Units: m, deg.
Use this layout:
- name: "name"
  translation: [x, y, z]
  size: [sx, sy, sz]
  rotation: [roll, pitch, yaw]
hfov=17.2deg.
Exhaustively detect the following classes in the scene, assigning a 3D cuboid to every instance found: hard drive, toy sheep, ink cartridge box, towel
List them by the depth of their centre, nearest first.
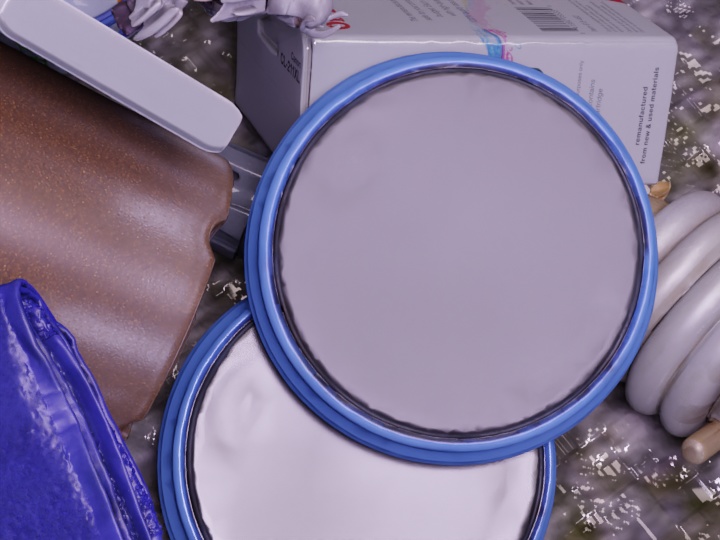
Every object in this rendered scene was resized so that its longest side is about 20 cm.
- name: "towel"
  translation: [-0.193, 0.108, 1.066]
  size: [0.200, 0.050, 0.148]
  rotation: [-27, 82, 19]
- name: "hard drive"
  translation: [-0.153, -0.119, 1.098]
  size: [0.132, 0.200, 0.027]
  rotation: [29, 92, -39]
- name: "toy sheep"
  translation: [0.188, 0.032, 1.246]
  size: [0.138, 0.138, 0.200]
  rotation: [-35, 73, -29]
- name: "ink cartridge box"
  translation: [0.045, -0.105, 1.263]
  size: [0.200, 0.083, 0.146]
  rotation: [-1, 23, -17]

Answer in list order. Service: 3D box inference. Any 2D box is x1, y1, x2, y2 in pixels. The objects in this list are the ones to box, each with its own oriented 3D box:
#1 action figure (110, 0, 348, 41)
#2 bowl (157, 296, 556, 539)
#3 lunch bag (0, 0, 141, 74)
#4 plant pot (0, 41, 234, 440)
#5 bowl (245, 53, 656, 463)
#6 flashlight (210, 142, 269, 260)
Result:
- name: "action figure"
  translation: [-0.093, -0.151, 1.164]
  size: [0.200, 0.069, 0.130]
  rotation: [22, 14, 22]
- name: "bowl"
  translation: [0.001, 0.094, 1.173]
  size: [0.201, 0.039, 0.201]
  rotation: [1, 80, -9]
- name: "lunch bag"
  translation: [-0.142, -0.207, 1.306]
  size: [0.160, 0.076, 0.200]
  rotation: [44, 61, 6]
- name: "plant pot"
  translation: [-0.179, -0.019, 1.137]
  size: [0.198, 0.200, 0.200]
  rotation: [23, 59, -13]
- name: "bowl"
  translation: [0.046, -0.007, 1.145]
  size: [0.201, 0.039, 0.201]
  rotation: [0, 85, -4]
- name: "flashlight"
  translation: [0.000, 0.000, 1.248]
  size: [0.200, 0.068, 0.068]
  rotation: [24, 93, 2]
